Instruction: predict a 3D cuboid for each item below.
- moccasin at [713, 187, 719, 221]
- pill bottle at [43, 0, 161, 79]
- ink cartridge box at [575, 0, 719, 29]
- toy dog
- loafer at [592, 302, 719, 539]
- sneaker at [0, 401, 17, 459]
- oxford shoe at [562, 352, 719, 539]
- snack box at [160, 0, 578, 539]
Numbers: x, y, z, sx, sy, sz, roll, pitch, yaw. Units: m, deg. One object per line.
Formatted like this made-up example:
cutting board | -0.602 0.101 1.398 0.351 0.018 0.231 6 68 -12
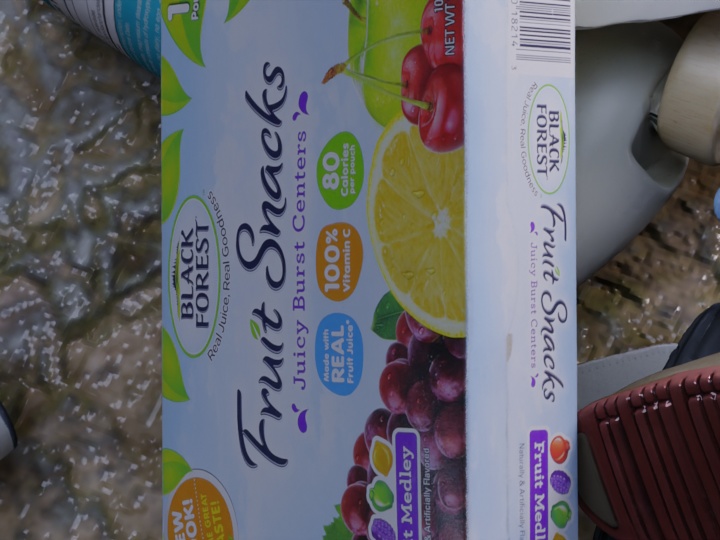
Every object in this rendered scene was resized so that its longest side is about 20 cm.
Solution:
moccasin | 0.159 -0.045 0.896 0.068 0.201 0.081 28 49 13
pill bottle | -0.053 -0.122 1.022 0.200 0.111 0.111 34 77 24
ink cartridge box | 0.123 -0.162 0.960 0.145 0.085 0.200 -8 28 9
toy dog | 0.065 -0.007 0.971 0.132 0.096 0.200 44 96 23
loafer | 0.103 0.110 0.910 0.070 0.068 0.202 15 75 10
sneaker | -0.224 0.050 0.993 0.202 0.077 0.146 29 63 32
oxford shoe | 0.154 0.041 0.831 0.199 0.071 0.075 -7 25 28
snack box | 0.000 0.000 0.879 0.142 0.053 0.201 -1 89 49
